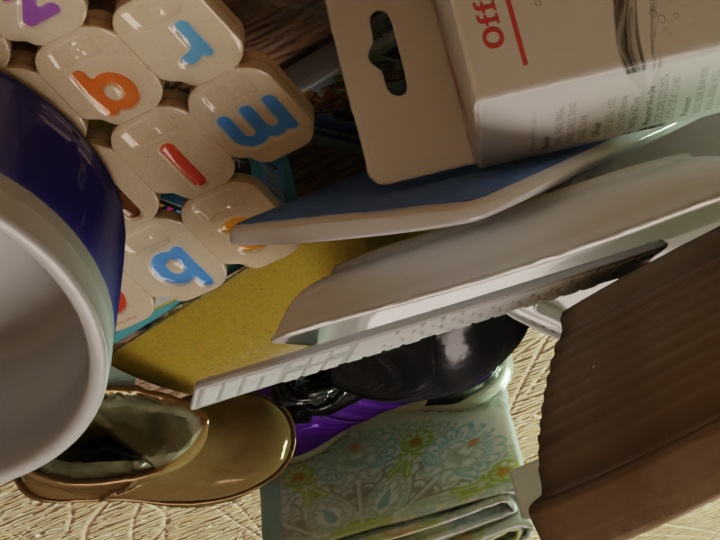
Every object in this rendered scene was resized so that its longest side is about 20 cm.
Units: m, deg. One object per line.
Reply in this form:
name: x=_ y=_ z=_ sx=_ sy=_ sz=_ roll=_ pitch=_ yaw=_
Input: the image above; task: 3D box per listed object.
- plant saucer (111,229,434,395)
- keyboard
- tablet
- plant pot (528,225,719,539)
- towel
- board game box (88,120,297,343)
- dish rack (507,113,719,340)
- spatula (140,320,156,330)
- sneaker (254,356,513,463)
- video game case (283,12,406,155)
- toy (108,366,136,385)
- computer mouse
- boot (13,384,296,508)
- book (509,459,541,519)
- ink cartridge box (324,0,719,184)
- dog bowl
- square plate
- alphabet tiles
plant saucer: x=0.000 y=0.000 z=1.134 sx=0.200 sy=0.048 sz=0.200 roll=-31 pitch=176 yaw=41
keyboard: x=0.027 y=0.022 z=0.910 sx=0.200 sy=0.011 sz=0.056 roll=-17 pitch=176 yaw=-10
tablet: x=0.054 y=-0.043 z=0.921 sx=0.130 sy=0.014 sz=0.200 roll=-5 pitch=-166 yaw=39
plant pot: x=0.148 y=0.035 z=0.917 sx=0.201 sy=0.093 sz=0.201 roll=-26 pitch=175 yaw=-3
towel: x=0.019 y=0.127 z=1.428 sx=0.171 sy=0.200 sz=0.048 roll=-17 pitch=121 yaw=5
board game box: x=-0.152 y=-0.013 z=1.048 sx=0.200 sy=0.047 sz=0.151 roll=-30 pitch=148 yaw=30
dish rack: x=0.165 y=-0.023 z=1.049 sx=0.172 sy=0.044 sz=0.200 roll=24 pitch=121 yaw=-18
spatula: x=-0.116 y=-0.015 z=1.132 sx=0.057 sy=0.021 sz=0.200 roll=-11 pitch=151 yaw=-10
sneaker: x=-0.009 y=0.059 z=1.390 sx=0.200 sy=0.070 sz=0.100 roll=-18 pitch=153 yaw=4
video game case: x=0.061 y=-0.103 z=1.032 sx=0.200 sy=0.018 sz=0.143 roll=-27 pitch=158 yaw=33
toy: x=-0.191 y=0.065 z=1.291 sx=0.115 sy=0.047 sz=0.200 roll=-8 pitch=167 yaw=-12
computer mouse: x=0.041 y=0.036 z=1.224 sx=0.138 sy=0.053 sz=0.200 roll=-38 pitch=-173 yaw=-23
boot: x=-0.105 y=0.095 z=1.200 sx=0.175 sy=0.066 sz=0.200 roll=-10 pitch=173 yaw=-13
book: x=0.165 y=0.097 z=1.175 sx=0.134 sy=0.048 sz=0.200 roll=-15 pitch=176 yaw=15
ink cartridge box: x=0.087 y=-0.114 z=0.864 sx=0.200 sy=0.116 sz=0.067 roll=-14 pitch=161 yaw=-2
dog bowl: x=-0.199 y=0.002 z=0.920 sx=0.200 sy=0.079 sz=0.200 roll=2 pitch=136 yaw=2
square plate: x=0.070 y=-0.010 z=0.934 sx=0.198 sy=0.028 sz=0.200 roll=-17 pitch=176 yaw=8
alphabet tiles: x=-0.123 y=-0.052 z=0.924 sx=0.200 sy=0.015 sz=0.196 roll=-24 pitch=129 yaw=26
